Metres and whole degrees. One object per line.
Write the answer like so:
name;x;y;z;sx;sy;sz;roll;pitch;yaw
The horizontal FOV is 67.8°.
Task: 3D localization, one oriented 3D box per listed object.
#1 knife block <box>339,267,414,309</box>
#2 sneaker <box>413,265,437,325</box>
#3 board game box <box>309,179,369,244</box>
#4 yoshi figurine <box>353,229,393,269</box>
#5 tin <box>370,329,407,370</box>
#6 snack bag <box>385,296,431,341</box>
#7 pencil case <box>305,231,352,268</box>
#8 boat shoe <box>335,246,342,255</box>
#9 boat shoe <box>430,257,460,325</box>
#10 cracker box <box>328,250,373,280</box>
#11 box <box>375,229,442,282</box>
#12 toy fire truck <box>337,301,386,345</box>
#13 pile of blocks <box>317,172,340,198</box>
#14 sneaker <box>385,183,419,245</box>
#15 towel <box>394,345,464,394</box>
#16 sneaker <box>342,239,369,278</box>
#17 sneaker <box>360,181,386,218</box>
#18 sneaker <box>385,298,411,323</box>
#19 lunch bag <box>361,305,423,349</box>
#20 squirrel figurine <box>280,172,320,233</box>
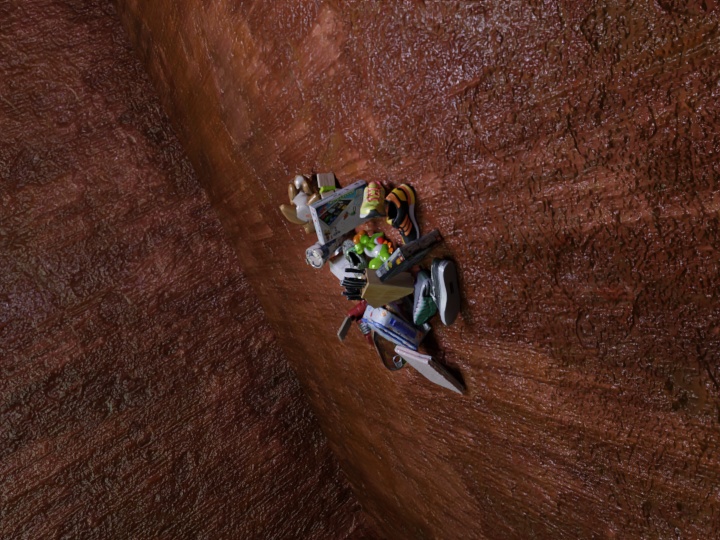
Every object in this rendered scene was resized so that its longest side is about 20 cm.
knife block;0.041;0.033;1.602;0.176;0.197;0.065;48;-156;-46
sneaker;0.192;0.078;1.640;0.203;0.073;0.088;98;155;-45
board game box;-0.055;-0.182;1.661;0.034;0.198;0.129;31;143;50
yoshi figurine;0.041;-0.046;1.693;0.200;0.110;0.114;-136;37;-58
tin;0.106;0.255;1.874;0.042;0.110;0.204;-131;19;-68
snack bag;0.156;0.154;1.830;0.202;0.021;0.190;55;155;21
pencil case;-0.108;-0.096;1.859;0.078;0.200;0.089;49;148;-11
boat shoe;-0.018;-0.009;1.946;0.202;0.070;0.064;54;157;-5
boat shoe;0.231;0.059;1.508;0.067;0.073;0.203;23;136;47
cracker box;0.000;0.000;1.832;0.199;0.133;0.058;40;150;37
box;0.135;-0.038;1.516;0.040;0.135;0.200;59;157;8
toy fire truck;0.014;0.198;1.901;0.179;0.197;0.129;62;174;-12
pile of blocks;-0.091;-0.235;1.819;0.202;0.081;0.062;58;156;4
sneaker;0.109;-0.140;1.512;0.070;0.089;0.203;34;144;44
towel;0.228;0.324;1.767;0.200;0.033;0.190;43;163;-26
sneaker;-0.018;-0.050;1.768;0.089;0.076;0.201;58;-179;-45
sneaker;0.035;-0.205;1.529;0.201;0.076;0.092;-83;-11;-70
sneaker;0.114;0.085;1.747;0.200;0.091;0.075;45;166;-21
lunch bag;0.102;0.185;1.745;0.198;0.077;0.159;32;171;-24
squirrel figurine;-0.192;-0.243;1.915;0.201;0.139;0.189;58;-168;-44
